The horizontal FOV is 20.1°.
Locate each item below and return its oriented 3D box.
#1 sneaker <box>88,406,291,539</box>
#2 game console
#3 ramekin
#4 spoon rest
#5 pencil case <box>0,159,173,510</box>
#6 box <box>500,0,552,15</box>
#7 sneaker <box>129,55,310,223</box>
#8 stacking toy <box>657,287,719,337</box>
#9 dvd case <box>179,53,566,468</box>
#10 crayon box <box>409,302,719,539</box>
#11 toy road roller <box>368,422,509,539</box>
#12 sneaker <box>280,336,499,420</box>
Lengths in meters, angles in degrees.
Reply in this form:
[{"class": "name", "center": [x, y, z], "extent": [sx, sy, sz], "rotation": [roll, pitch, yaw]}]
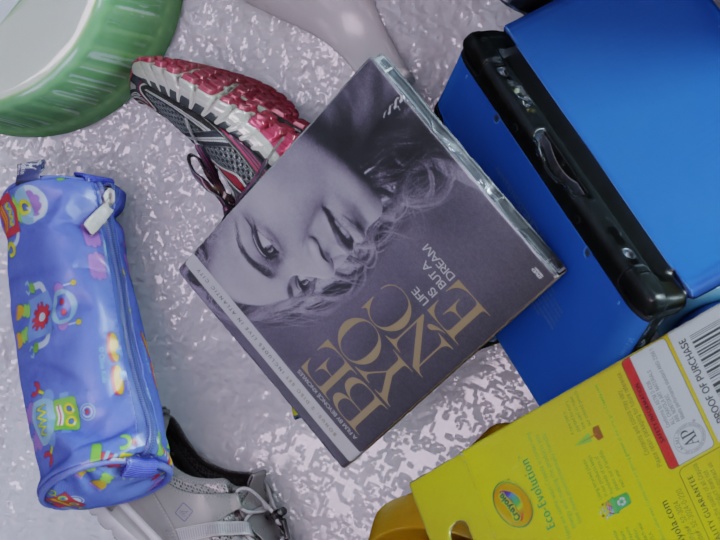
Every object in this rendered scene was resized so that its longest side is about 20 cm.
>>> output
[{"class": "sneaker", "center": [-0.070, 0.159, 1.194], "extent": [0.200, 0.075, 0.082], "rotation": [35, 102, 11]}, {"class": "game console", "center": [0.136, -0.042, 1.082], "extent": [0.200, 0.118, 0.171], "rotation": [60, 143, 32]}, {"class": "ramekin", "center": [-0.212, -0.180, 1.202], "extent": [0.199, 0.098, 0.201], "rotation": [1, 93, 14]}, {"class": "spoon rest", "center": [-0.031, -0.171, 1.186], "extent": [0.099, 0.061, 0.200], "rotation": [-36, 70, 12]}, {"class": "pencil case", "center": [-0.160, 0.037, 1.184], "extent": [0.087, 0.078, 0.201], "rotation": [-28, 66, 42]}, {"class": "box", "center": [0.077, -0.278, 1.114], "extent": [0.197, 0.117, 0.200], "rotation": [41, 100, 9]}, {"class": "sneaker", "center": [-0.064, -0.061, 1.166], "extent": [0.200, 0.081, 0.075], "rotation": [37, 109, 28]}, {"class": "stacking toy", "center": [0.200, 0.061, 1.059], "extent": [0.085, 0.085, 0.201], "rotation": [-17, 57, 15]}, {"class": "dvd case", "center": [0.000, 0.000, 1.095], "extent": [0.149, 0.016, 0.200], "rotation": [50, 130, 5]}, {"class": "crayon box", "center": [0.133, 0.113, 0.991], "extent": [0.200, 0.051, 0.127], "rotation": [-30, 52, 14]}, {"class": "toy road roller", "center": [0.100, 0.176, 1.128], "extent": [0.199, 0.123, 0.146], "rotation": [22, 59, -9]}, {"class": "sneaker", "center": [0.035, 0.019, 1.167], "extent": [0.199, 0.066, 0.079], "rotation": [-21, 84, 15]}]
